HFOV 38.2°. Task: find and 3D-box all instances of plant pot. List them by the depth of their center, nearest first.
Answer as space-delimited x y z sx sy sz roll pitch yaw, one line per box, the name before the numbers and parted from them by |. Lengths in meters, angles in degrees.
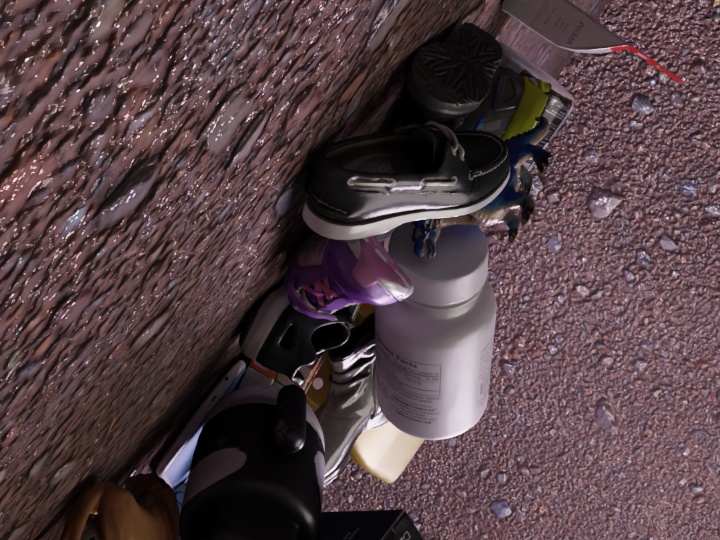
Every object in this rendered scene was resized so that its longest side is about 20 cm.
plant pot | -0.003 0.117 1.257 0.196 0.194 0.200 -53 159 -1

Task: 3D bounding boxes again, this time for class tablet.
tablet | -0.158 0.162 1.051 0.131 0.014 0.200 -53 175 -18

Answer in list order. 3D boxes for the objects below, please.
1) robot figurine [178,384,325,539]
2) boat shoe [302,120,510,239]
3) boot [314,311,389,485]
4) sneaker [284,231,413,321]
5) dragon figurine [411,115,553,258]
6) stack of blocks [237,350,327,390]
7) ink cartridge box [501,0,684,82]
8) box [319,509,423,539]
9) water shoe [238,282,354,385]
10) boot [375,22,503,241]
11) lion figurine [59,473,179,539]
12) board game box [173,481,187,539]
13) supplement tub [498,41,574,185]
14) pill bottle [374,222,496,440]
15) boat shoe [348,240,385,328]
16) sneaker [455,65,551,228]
robot figurine | -0.090 0.191 0.912 0.148 0.126 0.201 -24 -154 14
boat shoe | 0.045 -0.078 0.786 0.198 0.075 0.061 -24 141 -37
boot | -0.025 0.125 1.055 0.199 0.067 0.132 -38 140 -33
sneaker | -0.019 0.005 0.844 0.088 0.081 0.200 -40 -168 -3
dragon figurine | 0.107 -0.090 0.900 0.059 0.098 0.202 119 -4 -60
stack of blocks | -0.101 0.149 1.070 0.202 0.058 0.115 -63 177 20
ink cartridge box | 0.251 -0.243 1.122 0.050 0.199 0.161 -54 174 17
box | -0.046 0.320 0.907 0.198 0.119 0.197 -16 -157 50
water shoe | -0.040 0.039 0.973 0.200 0.078 0.072 -47 172 -51
boot | 0.040 -0.106 0.918 0.201 0.065 0.165 -53 174 35
lion figurine | -0.181 0.200 0.782 0.201 0.071 0.125 94 4 -67
board game box | -0.192 0.295 1.024 0.104 0.104 0.200 -51 173 7
supplement tub | 0.143 -0.146 1.189 0.201 0.122 0.122 -55 174 19
pill bottle | 0.069 0.051 0.964 0.115 0.113 0.203 -49 150 -38
boat shoe | 0.000 0.000 1.105 0.202 0.070 0.072 -60 171 20
sneaker | 0.106 -0.108 1.004 0.203 0.080 0.074 -63 -175 -6
